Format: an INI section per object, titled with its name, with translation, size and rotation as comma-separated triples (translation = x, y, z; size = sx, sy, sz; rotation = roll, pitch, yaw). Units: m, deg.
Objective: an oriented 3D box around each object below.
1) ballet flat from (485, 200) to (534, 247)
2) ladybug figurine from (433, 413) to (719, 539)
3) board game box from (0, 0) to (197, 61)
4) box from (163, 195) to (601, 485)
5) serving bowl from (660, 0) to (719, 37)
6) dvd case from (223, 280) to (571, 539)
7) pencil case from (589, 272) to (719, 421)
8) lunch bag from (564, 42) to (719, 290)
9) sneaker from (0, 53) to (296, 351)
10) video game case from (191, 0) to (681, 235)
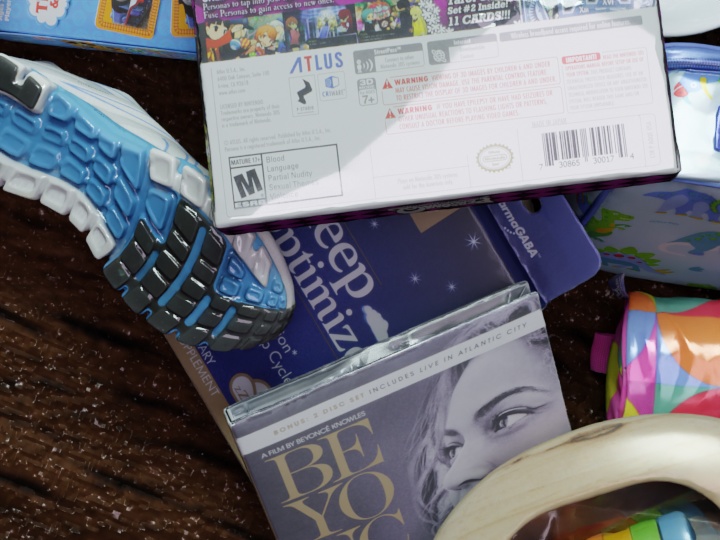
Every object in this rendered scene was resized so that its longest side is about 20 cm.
[ballet flat]
translation = 0.060, 0.026, 0.998
size = 0.062, 0.067, 0.202
rotation = 8, 99, -23
[ladybug figurine]
translation = 0.125, 0.134, 0.935
size = 0.198, 0.072, 0.137
rotation = -15, 92, 10
[board game box]
translation = -0.073, -0.173, 0.942
size = 0.198, 0.037, 0.153
rotation = 8, 92, 18
[box]
translation = 0.000, 0.000, 0.955
size = 0.199, 0.032, 0.122
rotation = -33, 87, 18
[serving bowl]
translation = 0.132, -0.214, 0.976
size = 0.199, 0.066, 0.202
rotation = -3, 98, -24
[dvd case]
translation = 0.032, 0.107, 0.957
size = 0.148, 0.016, 0.201
rotation = -23, 131, -5
[pencil case]
translation = 0.211, 0.053, 0.981
size = 0.198, 0.088, 0.089
rotation = 5, 92, 4
[lunch bag]
translation = 0.199, -0.043, 0.952
size = 0.198, 0.161, 0.083
rotation = 7, 76, -4
[sneaker]
translation = -0.101, -0.042, 0.944
size = 0.200, 0.087, 0.075
rotation = 39, 113, 12
[video game case]
translation = 0.027, -0.117, 0.869
size = 0.198, 0.036, 0.183
rotation = -7, 85, 3
